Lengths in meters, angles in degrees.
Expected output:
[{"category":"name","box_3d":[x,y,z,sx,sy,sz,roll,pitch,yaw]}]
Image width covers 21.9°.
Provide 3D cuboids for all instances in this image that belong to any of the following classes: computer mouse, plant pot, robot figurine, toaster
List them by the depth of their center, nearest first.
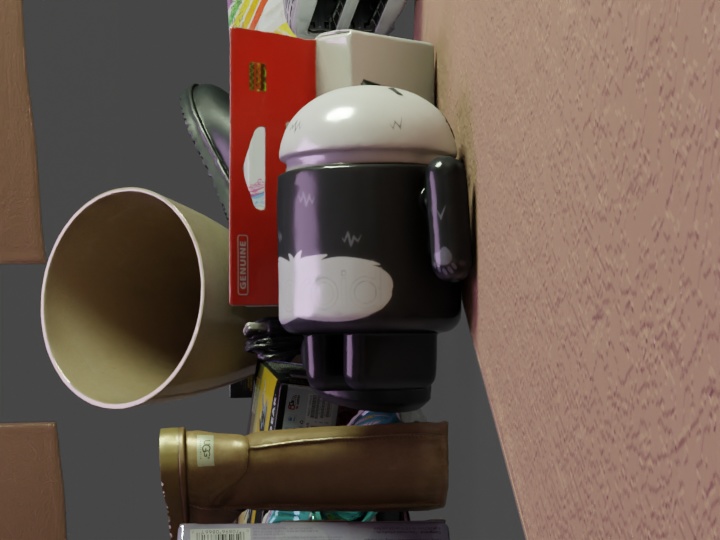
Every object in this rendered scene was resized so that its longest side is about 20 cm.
[{"category":"robot figurine","box_3d":[0.008,-0.021,1.226,0.125,0.149,0.201,14,-106,-77]},{"category":"computer mouse","box_3d":[-0.005,0.059,1.395,0.200,0.138,0.053,-146,62,-73]},{"category":"toaster","box_3d":[-0.015,-0.276,1.550,0.200,0.113,0.130,122,146,-68]},{"category":"plant pot","box_3d":[-0.146,0.033,1.647,0.200,0.187,0.188,10,-103,-54]}]

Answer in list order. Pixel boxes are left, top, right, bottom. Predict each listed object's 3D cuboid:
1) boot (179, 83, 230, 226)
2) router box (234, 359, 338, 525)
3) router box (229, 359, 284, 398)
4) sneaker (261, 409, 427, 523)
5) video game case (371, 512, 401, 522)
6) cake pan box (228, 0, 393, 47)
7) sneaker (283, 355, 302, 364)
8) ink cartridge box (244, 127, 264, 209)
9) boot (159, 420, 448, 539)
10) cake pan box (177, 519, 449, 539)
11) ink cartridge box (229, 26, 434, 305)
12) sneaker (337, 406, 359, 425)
[{"category":"boot","box_3d":[-0.058,-0.125,1.646,0.076,0.168,0.201,45,-164,-53]},{"category":"router box","box_3d":[-0.067,0.184,1.557,0.157,0.052,0.201,-160,78,-79]},{"category":"router box","box_3d":[-0.058,0.059,1.911,0.200,0.156,0.052,-99,10,-62]},{"category":"sneaker","box_3d":[-0.023,0.180,1.422,0.200,0.077,0.080,-57,0,20]},{"category":"video game case","box_3d":[0.023,0.323,1.704,0.181,0.025,0.201,96,174,-58]},{"category":"cake pan box","box_3d":[-0.051,-0.258,1.742,0.184,0.052,0.201,-33,47,36]},{"category":"sneaker","box_3d":[-0.052,0.048,1.789,0.075,0.084,0.200,-64,-8,34]},{"category":"ink cartridge box","box_3d":[-0.022,-0.069,1.478,0.145,0.144,0.201,148,121,-85]},{"category":"boot","box_3d":[-0.039,0.159,1.329,0.175,0.199,0.066,92,176,-67]},{"category":"cake pan box","box_3d":[-0.032,0.256,1.234,0.052,0.199,0.185,98,169,-48]},{"category":"ink cartridge box","box_3d":[-0.017,-0.072,1.334,0.043,0.173,0.201,-1,88,42]},{"category":"sneaker","box_3d":[0.008,0.106,1.624,0.200,0.074,0.081,-161,65,-73]}]
